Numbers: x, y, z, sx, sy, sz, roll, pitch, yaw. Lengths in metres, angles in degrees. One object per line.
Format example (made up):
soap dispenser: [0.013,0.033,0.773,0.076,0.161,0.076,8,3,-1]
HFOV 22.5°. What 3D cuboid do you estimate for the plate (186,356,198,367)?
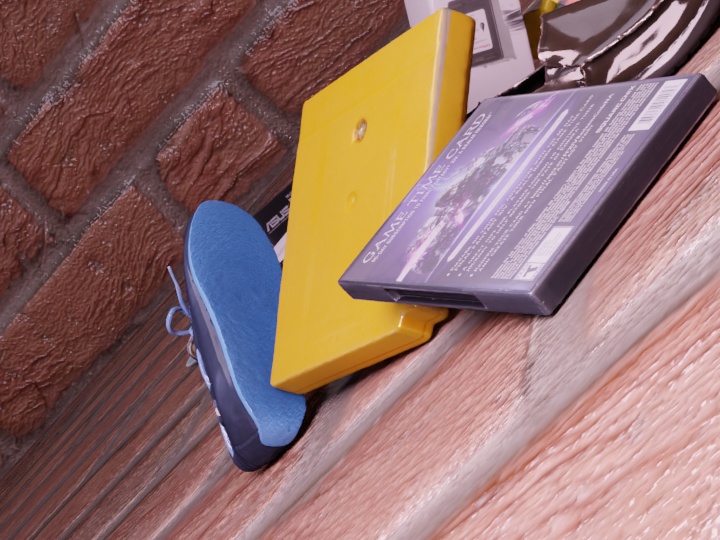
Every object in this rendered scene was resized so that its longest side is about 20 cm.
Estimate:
plate: [-0.108,0.031,1.889,0.200,0.026,0.200,-47,7,7]

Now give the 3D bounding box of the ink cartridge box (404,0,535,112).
ink cartridge box: [0.079,-0.169,1.328,0.066,0.201,0.116,-15,10,-5]

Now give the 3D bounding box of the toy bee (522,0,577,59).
toy bee: [0.142,-0.220,1.334,0.200,0.108,0.132,106,-179,-87]

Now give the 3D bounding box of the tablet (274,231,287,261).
tablet: [-0.050,-0.028,1.558,0.130,0.014,0.200,-49,7,9]

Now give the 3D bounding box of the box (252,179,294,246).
box: [-0.063,-0.079,2.007,0.200,0.044,0.160,-43,3,-23]

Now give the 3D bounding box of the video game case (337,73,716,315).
video game case: [0.079,-0.039,0.929,0.143,0.019,0.200,-51,21,-17]

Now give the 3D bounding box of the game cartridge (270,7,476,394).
game cartridge: [0.007,-0.038,1.108,0.176,0.032,0.201,-26,54,56]

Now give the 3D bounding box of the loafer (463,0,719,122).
loafer: [0.133,-0.124,1.032,0.200,0.071,0.073,-46,7,20]

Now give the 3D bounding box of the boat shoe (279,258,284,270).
boat shoe: [0.000,-0.001,1.228,0.066,0.072,0.201,-45,10,-26]

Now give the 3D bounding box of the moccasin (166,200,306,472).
moccasin: [-0.091,0.042,1.204,0.068,0.080,0.201,122,148,-41]
